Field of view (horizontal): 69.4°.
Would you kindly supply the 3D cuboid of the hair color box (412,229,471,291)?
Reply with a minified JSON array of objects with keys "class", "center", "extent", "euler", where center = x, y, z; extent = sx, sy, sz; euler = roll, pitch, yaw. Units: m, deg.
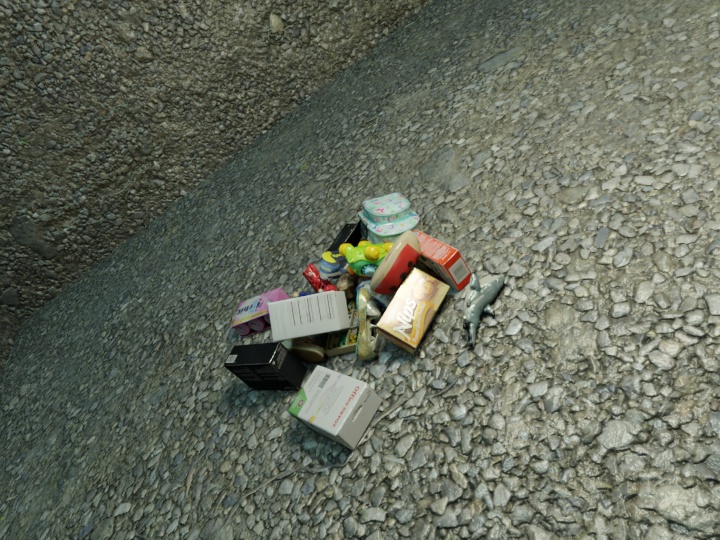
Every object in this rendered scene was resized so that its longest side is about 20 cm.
[{"class":"hair color box","center":[0.212,-0.031,1.447],"extent":[0.064,0.111,0.200],"euler":[-43,34,-7]}]

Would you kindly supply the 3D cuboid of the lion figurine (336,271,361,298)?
[{"class":"lion figurine","center":[0.000,0.000,1.597],"extent":[0.072,0.123,0.200],"euler":[36,80,10]}]

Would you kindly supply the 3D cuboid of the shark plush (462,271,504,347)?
[{"class":"shark plush","center":[0.296,0.089,1.278],"extent":[0.083,0.091,0.201],"euler":[14,50,14]}]

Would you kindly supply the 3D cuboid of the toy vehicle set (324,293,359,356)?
[{"class":"toy vehicle set","center":[-0.031,0.154,1.535],"extent":[0.124,0.027,0.201],"euler":[-18,40,28]}]

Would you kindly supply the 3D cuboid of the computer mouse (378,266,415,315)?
[{"class":"computer mouse","center":[0.099,0.047,1.530],"extent":[0.058,0.034,0.201],"euler":[8,56,46]}]

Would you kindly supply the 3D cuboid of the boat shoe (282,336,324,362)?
[{"class":"boat shoe","center":[-0.172,0.223,1.543],"extent":[0.199,0.074,0.069],"euler":[-4,48,46]}]

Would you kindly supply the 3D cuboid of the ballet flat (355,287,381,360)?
[{"class":"ballet flat","center":[0.026,0.144,1.420],"extent":[0.070,0.070,0.202],"euler":[-10,70,35]}]

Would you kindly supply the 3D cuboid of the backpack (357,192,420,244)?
[{"class":"backpack","center":[0.097,-0.147,1.646],"extent":[0.176,0.151,0.200],"euler":[-16,40,-12]}]

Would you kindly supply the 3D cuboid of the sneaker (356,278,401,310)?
[{"class":"sneaker","center":[0.072,0.077,1.463],"extent":[0.198,0.075,0.089],"euler":[0,61,27]}]

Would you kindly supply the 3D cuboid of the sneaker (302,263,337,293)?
[{"class":"sneaker","center":[-0.133,0.046,1.648],"extent":[0.078,0.116,0.200],"euler":[-47,23,-10]}]

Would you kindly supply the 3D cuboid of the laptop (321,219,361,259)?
[{"class":"laptop","center":[-0.052,-0.129,1.808],"extent":[0.199,0.103,0.178],"euler":[6,54,46]}]

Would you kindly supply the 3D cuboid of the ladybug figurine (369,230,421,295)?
[{"class":"ladybug figurine","center":[0.098,-0.013,1.397],"extent":[0.201,0.072,0.136],"euler":[-56,-8,-3]}]

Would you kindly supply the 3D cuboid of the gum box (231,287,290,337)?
[{"class":"gum box","center":[-0.348,0.147,1.799],"extent":[0.199,0.066,0.114],"euler":[-21,37,25]}]

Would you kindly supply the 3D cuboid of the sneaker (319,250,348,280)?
[{"class":"sneaker","center":[-0.061,-0.016,1.656],"extent":[0.074,0.199,0.083],"euler":[31,112,32]}]

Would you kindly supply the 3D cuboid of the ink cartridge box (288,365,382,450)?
[{"class":"ink cartridge box","center":[-0.065,0.340,1.306],"extent":[0.199,0.084,0.145],"euler":[8,56,47]}]

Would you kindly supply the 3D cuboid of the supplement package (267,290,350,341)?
[{"class":"supplement package","center":[-0.144,0.128,1.474],"extent":[0.198,0.114,0.111],"euler":[-11,84,14]}]

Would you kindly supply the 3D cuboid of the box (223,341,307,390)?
[{"class":"box","center":[-0.277,0.282,1.519],"extent":[0.199,0.141,0.079],"euler":[-9,42,36]}]

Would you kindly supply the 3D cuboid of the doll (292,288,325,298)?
[{"class":"doll","center":[-0.138,0.123,1.602],"extent":[0.199,0.048,0.138],"euler":[12,99,49]}]

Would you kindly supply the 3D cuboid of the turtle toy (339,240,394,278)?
[{"class":"turtle toy","center":[0.040,-0.031,1.507],"extent":[0.199,0.102,0.145],"euler":[-10,12,-42]}]

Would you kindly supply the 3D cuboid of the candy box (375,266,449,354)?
[{"class":"candy box","center":[0.138,0.102,1.365],"extent":[0.115,0.055,0.201],"euler":[28,67,13]}]
